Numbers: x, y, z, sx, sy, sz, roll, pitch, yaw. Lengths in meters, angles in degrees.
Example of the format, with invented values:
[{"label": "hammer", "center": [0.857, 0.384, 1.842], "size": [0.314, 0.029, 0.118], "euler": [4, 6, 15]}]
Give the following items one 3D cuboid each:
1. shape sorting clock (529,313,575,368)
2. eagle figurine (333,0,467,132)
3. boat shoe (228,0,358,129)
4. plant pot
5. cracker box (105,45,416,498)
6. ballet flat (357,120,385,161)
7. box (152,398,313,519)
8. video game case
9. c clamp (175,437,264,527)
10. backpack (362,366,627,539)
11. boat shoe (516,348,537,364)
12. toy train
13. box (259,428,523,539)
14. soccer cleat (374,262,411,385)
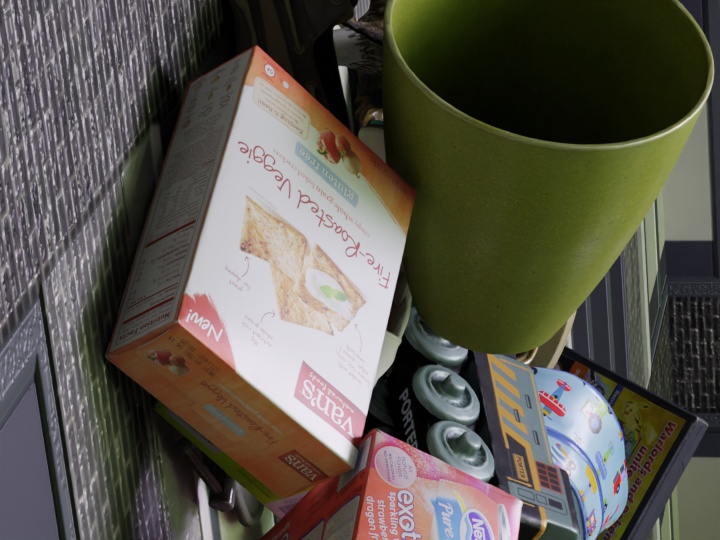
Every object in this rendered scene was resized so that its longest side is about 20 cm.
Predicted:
[{"label": "shape sorting clock", "center": [0.084, 0.009, 1.911], "size": [0.039, 0.200, 0.201], "euler": [15, 71, -38]}, {"label": "eagle figurine", "center": [0.025, -0.156, 1.709], "size": [0.151, 0.152, 0.200], "euler": [-47, 172, -26]}, {"label": "boat shoe", "center": [-0.037, -0.157, 1.585], "size": [0.075, 0.073, 0.201], "euler": [-59, 147, -67]}, {"label": "plant pot", "center": [0.090, -0.055, 1.571], "size": [0.187, 0.186, 0.200], "euler": [-75, 178, -48]}, {"label": "cracker box", "center": [-0.047, -0.001, 1.428], "size": [0.134, 0.058, 0.200], "euler": [41, 43, -29]}, {"label": "ballet flat", "center": [0.053, -0.031, 1.762], "size": [0.200, 0.069, 0.070], "euler": [35, 54, -52]}, {"label": "box", "center": [-0.045, 0.024, 1.511], "size": [0.122, 0.048, 0.200], "euler": [44, 40, -34]}, {"label": "video game case", "center": [0.120, 0.154, 1.889], "size": [0.200, 0.180, 0.025], "euler": [-61, 145, -2]}, {"label": "c clamp", "center": [-0.063, 0.058, 1.570], "size": [0.171, 0.027, 0.201], "euler": [73, 20, -55]}, {"label": "backpack", "center": [0.071, 0.149, 1.782], "size": [0.135, 0.199, 0.183], "euler": [-75, 161, -49]}, {"label": "boat shoe", "center": [0.102, -0.031, 1.716], "size": [0.074, 0.066, 0.201], "euler": [-24, 132, -40]}, {"label": "toy train", "center": [0.065, 0.105, 1.644], "size": [0.085, 0.114, 0.200], "euler": [-53, -152, 30]}, {"label": "box", "center": [-0.009, 0.187, 1.437], "size": [0.200, 0.094, 0.103], "euler": [-47, -157, 44]}, {"label": "soccer cleat", "center": [0.000, 0.000, 1.669], "size": [0.069, 0.078, 0.200], "euler": [32, 35, -26]}]
